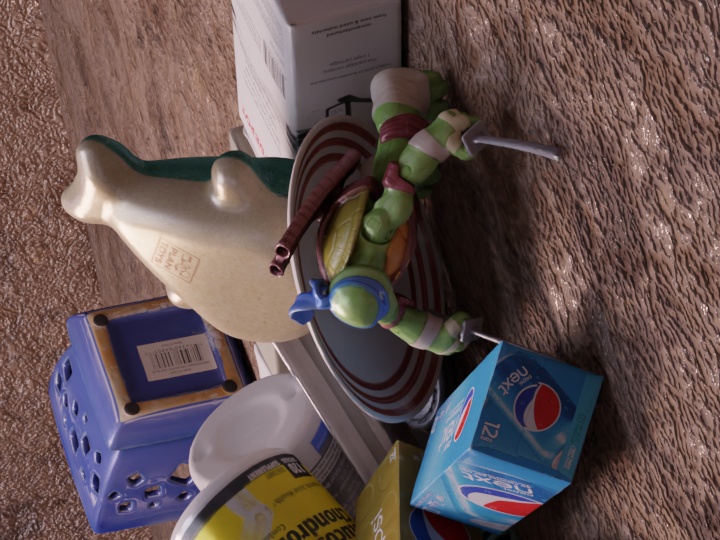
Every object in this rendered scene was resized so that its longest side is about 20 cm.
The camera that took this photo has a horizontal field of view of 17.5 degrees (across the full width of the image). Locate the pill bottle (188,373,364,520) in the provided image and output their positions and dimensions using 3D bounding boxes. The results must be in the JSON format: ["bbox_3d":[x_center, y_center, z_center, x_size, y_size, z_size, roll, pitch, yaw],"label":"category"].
[{"bbox_3d":[-0.029,0.182,1.724,0.200,0.113,0.114,54,179,-29],"label":"pill bottle"}]

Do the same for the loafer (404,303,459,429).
[{"bbox_3d":[0.032,0.029,1.637,0.072,0.063,0.201,-58,44,31],"label":"loafer"}]

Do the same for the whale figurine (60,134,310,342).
[{"bbox_3d":[-0.097,-0.038,1.557,0.159,0.199,0.104,115,179,-51],"label":"whale figurine"}]

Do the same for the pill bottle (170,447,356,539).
[{"bbox_3d":[-0.028,0.223,1.558,0.200,0.112,0.112,45,156,21],"label":"pill bottle"}]

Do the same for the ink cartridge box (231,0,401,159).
[{"bbox_3d":[-0.031,-0.144,1.617,0.201,0.084,0.146,88,161,-47],"label":"ink cartridge box"}]

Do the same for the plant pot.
[{"bbox_3d":[-0.215,0.140,2.507,0.180,0.198,0.201,104,150,-51],"label":"plant pot"}]

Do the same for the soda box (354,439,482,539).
[{"bbox_3d":[0.037,0.207,1.469,0.068,0.064,0.201,-56,21,37],"label":"soda box"}]

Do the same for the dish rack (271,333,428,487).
[{"bbox_3d":[0.000,0.093,1.678,0.201,0.043,0.172,58,-175,-2],"label":"dish rack"}]

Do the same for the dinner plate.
[{"bbox_3d":[0.000,0.000,1.504,0.200,0.024,0.202,35,-132,-51],"label":"dinner plate"}]

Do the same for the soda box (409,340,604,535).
[{"bbox_3d":[0.083,0.103,1.391,0.200,0.064,0.068,119,170,-73],"label":"soda box"}]

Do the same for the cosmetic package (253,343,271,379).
[{"bbox_3d":[-0.019,0.141,1.898,0.200,0.080,0.114,-122,21,-56],"label":"cosmetic package"}]

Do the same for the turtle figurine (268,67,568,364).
[{"bbox_3d":[0.054,-0.030,1.408,0.144,0.199,0.195,57,-161,-31],"label":"turtle figurine"}]

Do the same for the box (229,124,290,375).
[{"bbox_3d":[-0.041,-0.019,1.783,0.078,0.094,0.201,-119,17,-45],"label":"box"}]

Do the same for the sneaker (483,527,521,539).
[{"bbox_3d":[0.087,0.253,1.610,0.141,0.077,0.200,59,158,-3],"label":"sneaker"}]
